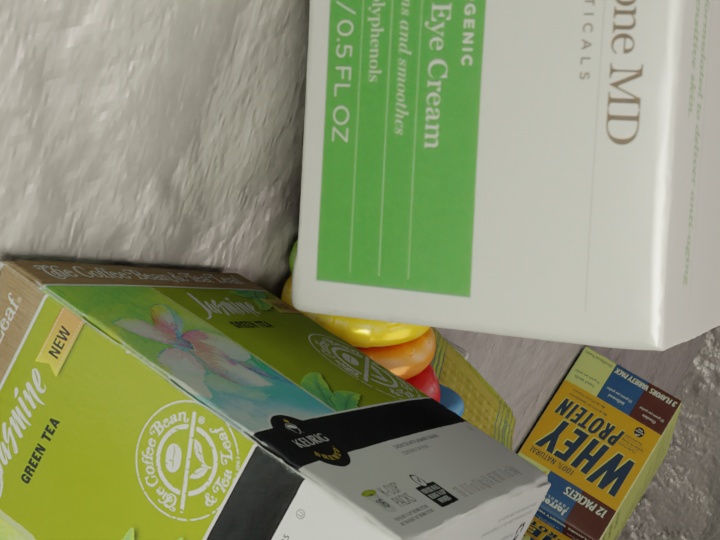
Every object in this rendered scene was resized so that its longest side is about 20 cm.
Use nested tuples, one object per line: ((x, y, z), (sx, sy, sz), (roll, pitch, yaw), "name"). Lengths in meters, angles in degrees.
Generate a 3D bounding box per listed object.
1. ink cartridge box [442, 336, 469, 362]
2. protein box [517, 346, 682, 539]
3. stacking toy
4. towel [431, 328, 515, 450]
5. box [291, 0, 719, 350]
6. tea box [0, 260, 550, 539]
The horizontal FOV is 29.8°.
((0.019, 0.169, 1.062), (0.201, 0.044, 0.177), (-52, 158, -21), "ink cartridge box")
((0.279, 0.240, 1.656), (0.201, 0.134, 0.199), (-54, 160, -18), "protein box")
((0.000, 0.000, 0.728), (0.116, 0.109, 0.202), (-29, 132, -53), "stacking toy")
((0.042, 0.113, 0.851), (0.023, 0.144, 0.201), (-29, -154, 30), "towel")
((0.088, -0.076, 0.614), (0.200, 0.170, 0.202), (-8, 102, -64), "box")
((-0.052, 0.101, 0.569), (0.135, 0.196, 0.200), (-62, 161, 9), "tea box")
